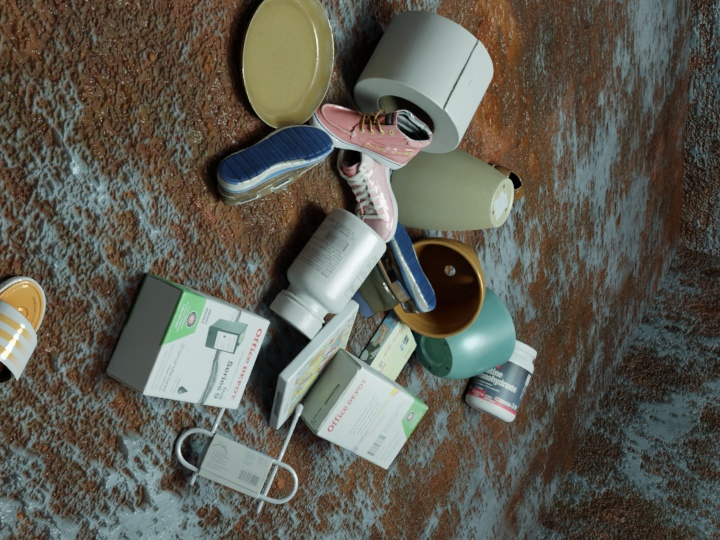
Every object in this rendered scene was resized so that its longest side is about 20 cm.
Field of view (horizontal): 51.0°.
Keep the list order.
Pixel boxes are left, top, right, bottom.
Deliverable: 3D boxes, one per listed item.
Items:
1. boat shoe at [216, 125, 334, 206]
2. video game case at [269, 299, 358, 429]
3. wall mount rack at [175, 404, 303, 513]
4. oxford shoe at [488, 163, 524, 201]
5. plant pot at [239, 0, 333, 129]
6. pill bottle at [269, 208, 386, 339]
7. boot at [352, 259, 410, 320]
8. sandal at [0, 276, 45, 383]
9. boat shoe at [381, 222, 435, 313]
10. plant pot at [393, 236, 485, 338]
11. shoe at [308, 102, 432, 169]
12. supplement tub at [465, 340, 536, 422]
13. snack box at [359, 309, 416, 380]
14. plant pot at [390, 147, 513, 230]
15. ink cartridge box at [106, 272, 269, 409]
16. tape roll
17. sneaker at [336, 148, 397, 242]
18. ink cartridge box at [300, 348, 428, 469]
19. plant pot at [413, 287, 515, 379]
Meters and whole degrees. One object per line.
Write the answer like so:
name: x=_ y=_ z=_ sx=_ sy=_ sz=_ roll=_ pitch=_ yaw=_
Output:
boat shoe: x=-0.128 y=-0.155 z=1.116 sx=0.199 sy=0.072 sz=0.073 roll=-25 pitch=156 yaw=-30
video game case: x=-0.081 y=0.165 z=1.315 sx=0.200 sy=0.023 sz=0.183 roll=-46 pitch=164 yaw=-35
wall mount rack: x=-0.180 y=0.274 z=1.186 sx=0.075 sy=0.198 sz=0.175 roll=163 pitch=-49 yaw=-86
oxford shoe: x=0.364 y=-0.202 z=1.823 sx=0.199 sy=0.071 sz=0.072 roll=15 pitch=92 yaw=-59
plant pot: x=-0.110 y=-0.311 z=1.107 sx=0.199 sy=0.027 sz=0.202 roll=-32 pitch=131 yaw=-46
pill bottle: x=-0.057 y=0.007 z=1.250 sx=0.201 sy=0.114 sz=0.114 roll=-54 pitch=144 yaw=-8
boot: x=0.000 y=0.000 z=1.370 sx=0.096 sy=0.075 sz=0.201 roll=-34 pitch=108 yaw=9
sandal: x=-0.410 y=0.105 z=0.832 sx=0.208 sy=0.059 sz=0.079 roll=-59 pitch=145 yaw=-20
boat shoe: x=0.071 y=-0.004 z=1.451 sx=0.202 sy=0.072 sz=0.072 roll=65 pitch=29 yaw=-8
plant pot: x=0.168 y=0.020 z=1.546 sx=0.140 sy=0.198 sz=0.203 roll=-38 pitch=136 yaw=-64
shoe: x=0.018 y=-0.233 z=1.213 sx=0.199 sy=0.091 sz=0.072 roll=20 pitch=57 yaw=-31
supplement tub: x=0.376 y=0.287 z=2.009 sx=0.140 sy=0.139 sz=0.202 roll=38 pitch=73 yaw=-55
snack box: x=0.042 y=0.195 z=1.564 sx=0.201 sy=0.037 sz=0.117 roll=-55 pitch=144 yaw=-25
plant pot: x=0.189 y=-0.152 z=1.468 sx=0.187 sy=0.198 sz=0.189 roll=-31 pitch=130 yaw=-45
ink cartridge box: x=-0.235 y=0.106 z=1.068 sx=0.200 sy=0.083 sz=0.147 roll=27 pitch=83 yaw=-57
tape roll: x=0.106 y=-0.313 z=1.267 sx=0.140 sy=0.201 sz=0.203 roll=-62 pitch=146 yaw=-15
sneaker: x=0.006 y=-0.143 z=1.304 sx=0.104 sy=0.075 sz=0.203 roll=-14 pitch=103 yaw=-53
ink cartridge box: x=0.005 y=0.256 z=1.389 sx=0.199 sy=0.087 sz=0.146 roll=35 pitch=90 yaw=-38
plant pot: x=0.215 y=0.147 z=1.663 sx=0.160 sy=0.200 sz=0.203 roll=-22 pitch=124 yaw=-35
